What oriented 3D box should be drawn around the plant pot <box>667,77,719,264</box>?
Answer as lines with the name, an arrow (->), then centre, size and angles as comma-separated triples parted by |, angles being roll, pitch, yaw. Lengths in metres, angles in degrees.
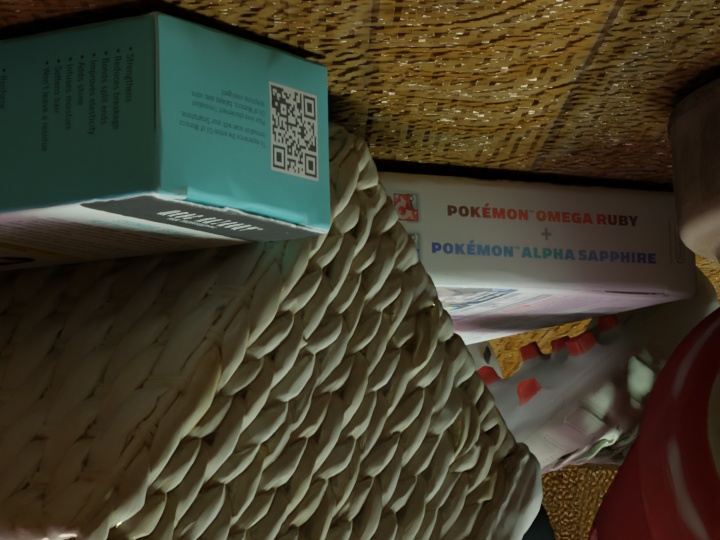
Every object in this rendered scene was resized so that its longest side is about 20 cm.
plant pot -> 0.193, 0.031, 0.667 | 0.199, 0.175, 0.200 | 0, 171, 0

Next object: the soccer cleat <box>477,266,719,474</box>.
soccer cleat -> 0.104, 0.054, 0.926 | 0.069, 0.078, 0.200 | -21, -174, 37

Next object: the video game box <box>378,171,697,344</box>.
video game box -> 0.000, 0.000, 0.879 | 0.182, 0.047, 0.200 | 0, 172, -28

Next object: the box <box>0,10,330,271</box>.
box -> -0.113, -0.030, 0.644 | 0.199, 0.049, 0.082 | -6, 171, 32

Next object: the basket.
basket -> -0.082, 0.078, 0.703 | 0.198, 0.200, 0.161 | -4, 126, 34

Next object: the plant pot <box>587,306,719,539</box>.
plant pot -> 0.181, 0.109, 0.834 | 0.200, 0.201, 0.183 | -1, 141, 1

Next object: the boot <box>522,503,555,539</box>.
boot -> 0.016, 0.107, 0.945 | 0.076, 0.201, 0.168 | 20, -159, 36

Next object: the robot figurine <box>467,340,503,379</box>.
robot figurine -> -0.022, 0.071, 1.078 | 0.125, 0.151, 0.200 | 20, 157, -35
